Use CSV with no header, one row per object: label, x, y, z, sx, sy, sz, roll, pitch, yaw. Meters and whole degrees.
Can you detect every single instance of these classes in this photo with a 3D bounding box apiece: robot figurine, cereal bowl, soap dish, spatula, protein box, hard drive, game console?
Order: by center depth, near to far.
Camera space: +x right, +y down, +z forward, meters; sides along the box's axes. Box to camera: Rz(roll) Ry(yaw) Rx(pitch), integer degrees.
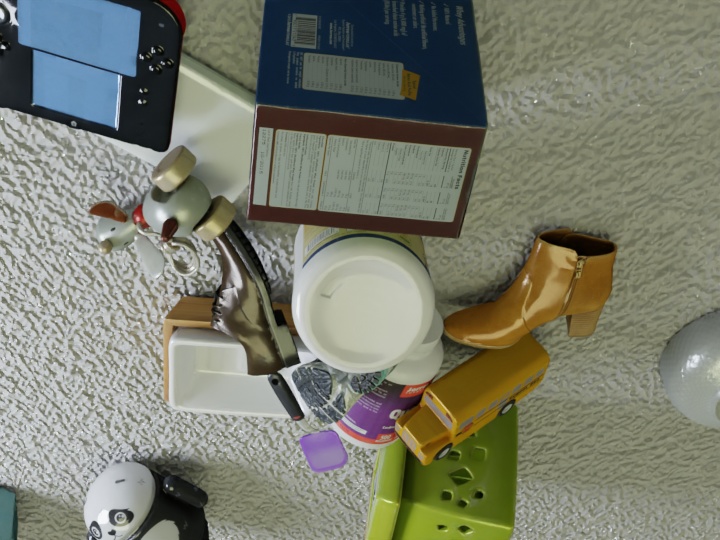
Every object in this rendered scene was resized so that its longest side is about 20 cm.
protein box,0.002,-0.153,1.033,0.197,0.200,0.136,5,136,-6
game console,-0.269,-0.207,1.069,0.198,0.031,0.178,16,130,-1
hard drive,-0.185,-0.157,1.152,0.199,0.026,0.132,27,129,-26
soap dish,-0.143,0.107,1.384,0.197,0.082,0.158,5,135,-5
spatula,-0.070,0.189,1.398,0.056,0.021,0.201,-14,135,14
cereal bowl,0.488,0.139,1.422,0.197,0.084,0.201,0,135,0
robot figurine,-0.305,0.361,1.610,0.124,0.151,0.200,12,156,50

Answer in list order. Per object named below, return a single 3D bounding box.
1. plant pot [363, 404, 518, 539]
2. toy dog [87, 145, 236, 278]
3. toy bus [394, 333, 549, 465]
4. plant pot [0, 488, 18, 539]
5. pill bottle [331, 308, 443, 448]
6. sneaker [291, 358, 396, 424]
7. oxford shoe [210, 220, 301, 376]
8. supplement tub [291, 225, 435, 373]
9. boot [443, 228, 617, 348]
plant pot,0.105,0.299,1.509,0.179,0.200,0.201,9,136,0
toy dog,-0.221,-0.044,1.183,0.131,0.097,0.200,35,139,-7
toy bus,0.137,0.154,1.368,0.199,0.065,0.079,-30,153,-26
plant pot,-0.608,0.391,1.635,0.198,0.142,0.142,2,137,-13
pill bottle,0.033,0.124,1.380,0.111,0.113,0.201,12,135,-13
sneaker,-0.005,0.114,1.281,0.078,0.086,0.200,57,144,-1
oxford shoe,-0.139,0.030,1.262,0.084,0.073,0.202,-21,101,-3
supplement tub,0.000,0.000,1.170,0.143,0.200,0.146,-1,115,-2
boot,0.197,0.017,1.313,0.199,0.071,0.145,-3,130,-2
